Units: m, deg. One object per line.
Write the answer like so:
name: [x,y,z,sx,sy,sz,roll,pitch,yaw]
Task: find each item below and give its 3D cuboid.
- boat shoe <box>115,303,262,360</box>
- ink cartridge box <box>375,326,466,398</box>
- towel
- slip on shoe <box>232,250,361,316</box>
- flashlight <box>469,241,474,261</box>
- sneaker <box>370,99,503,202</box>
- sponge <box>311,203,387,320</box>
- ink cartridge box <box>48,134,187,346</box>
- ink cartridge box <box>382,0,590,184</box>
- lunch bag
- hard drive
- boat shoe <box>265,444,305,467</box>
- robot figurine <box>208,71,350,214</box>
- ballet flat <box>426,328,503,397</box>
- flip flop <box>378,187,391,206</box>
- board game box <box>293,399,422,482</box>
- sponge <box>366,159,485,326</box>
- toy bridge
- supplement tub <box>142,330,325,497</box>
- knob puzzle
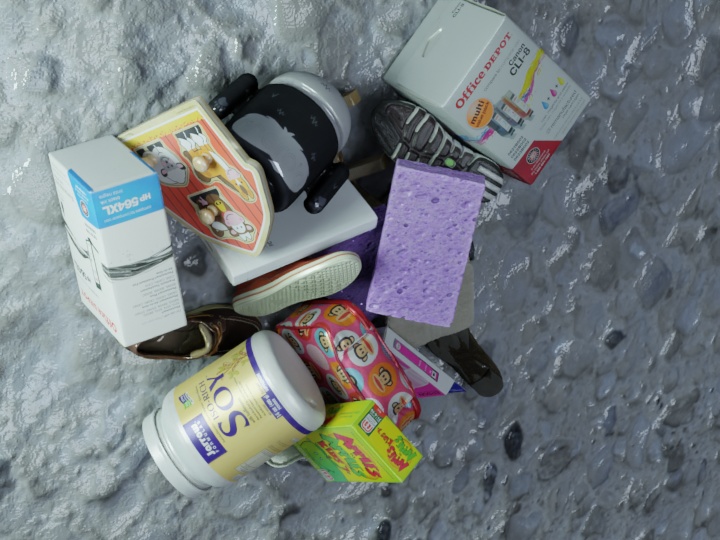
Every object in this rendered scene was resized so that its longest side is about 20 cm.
boat shoe: [-0.206,0.086,1.616,0.200,0.072,0.072,4,110,-35]
ink cartridge box: [0.056,0.142,1.799,0.200,0.095,0.037,37,54,-40]
towel: [0.090,0.042,1.735,0.132,0.035,0.200,-19,149,-7]
slip on shoe: [-0.083,0.005,1.596,0.074,0.200,0.061,21,59,-44]
flashlight: [0.111,-0.047,1.710,0.068,0.068,0.200,-49,164,-12]
sneaker: [0.086,-0.157,1.678,0.200,0.116,0.076,34,93,-17]
sponge: [0.000,0.000,1.682,0.111,0.030,0.200,-23,143,-6]
ink cartridge box: [-0.278,-0.034,1.465,0.084,0.146,0.200,-20,121,-25]
ink cartridge box: [0.163,-0.236,1.656,0.200,0.145,0.145,34,92,-38]
lunch bag: [-0.025,0.134,1.692,0.082,0.176,0.200,-40,109,-28]
hard drive: [-0.098,-0.067,1.577,0.200,0.132,0.027,-23,145,-22]
boat shoe: [-0.059,0.219,1.785,0.201,0.061,0.072,-17,92,-27]
robot figurine: [-0.099,-0.149,1.524,0.200,0.125,0.150,-49,136,-29]
ballet flat: [0.148,0.113,1.882,0.067,0.046,0.200,-34,124,12]
flip flop: [0.030,-0.045,1.715,0.200,0.058,0.081,-38,127,-12]
board game box: [-0.015,0.223,1.658,0.102,0.200,0.048,49,63,-14]
sponge: [0.080,-0.032,1.592,0.111,0.030,0.200,10,115,-4]
toy bridge: [0.005,-0.132,1.649,0.200,0.067,0.027,64,30,-19]
supplement tub: [-0.160,0.184,1.624,0.200,0.146,0.145,-34,128,8]
knob puzzle: [-0.179,-0.089,1.456,0.030,0.219,0.220,-51,134,-36]
